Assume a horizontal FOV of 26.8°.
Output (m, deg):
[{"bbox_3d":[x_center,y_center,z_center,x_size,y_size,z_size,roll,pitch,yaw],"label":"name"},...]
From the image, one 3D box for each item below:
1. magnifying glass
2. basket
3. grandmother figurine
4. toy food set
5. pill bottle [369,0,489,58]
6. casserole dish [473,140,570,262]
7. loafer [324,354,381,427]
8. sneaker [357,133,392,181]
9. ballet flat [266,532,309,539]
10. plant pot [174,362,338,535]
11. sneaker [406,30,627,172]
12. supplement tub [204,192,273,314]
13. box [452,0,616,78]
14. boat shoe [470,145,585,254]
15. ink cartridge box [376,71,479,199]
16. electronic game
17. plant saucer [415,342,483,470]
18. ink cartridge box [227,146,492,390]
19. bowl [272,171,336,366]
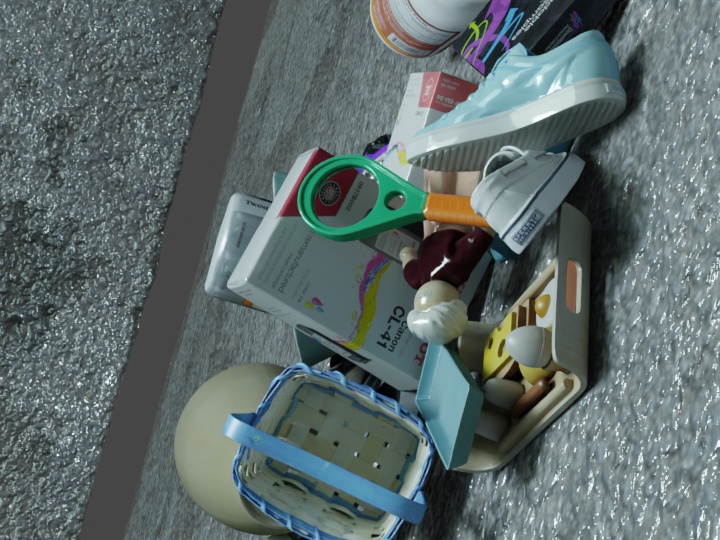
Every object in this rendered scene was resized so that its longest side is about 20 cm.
[{"bbox_3d":[0.039,-0.057,1.299,0.022,0.199,0.080,53,-131,-57],"label":"magnifying glass"},{"bbox_3d":[-0.020,0.164,1.287,0.140,0.176,0.200,-64,-8,-4],"label":"basket"},{"bbox_3d":[0.074,-0.025,1.317,0.121,0.060,0.201,-38,36,50],"label":"grandmother figurine"},{"bbox_3d":[0.122,0.057,1.202,0.200,0.060,0.144,126,156,-52],"label":"toy food set"},{"bbox_3d":[0.089,-0.307,1.643,0.200,0.112,0.113,161,125,-72],"label":"pill bottle"},{"bbox_3d":[0.144,-0.104,1.353,0.121,0.039,0.201,-106,35,-66],"label":"casserole dish"},{"bbox_3d":[-0.006,0.097,1.540,0.072,0.063,0.200,-59,0,17],"label":"loafer"},{"bbox_3d":[0.031,-0.122,1.741,0.200,0.069,0.100,132,154,-59],"label":"sneaker"},{"bbox_3d":[-0.050,0.310,1.607,0.062,0.067,0.200,-46,16,-6],"label":"ballet flat"},{"bbox_3d":[-0.098,0.205,1.595,0.200,0.186,0.188,-155,83,-78],"label":"plant pot"},{"bbox_3d":[0.125,-0.140,1.247,0.199,0.074,0.082,-16,66,28],"label":"sneaker"},{"bbox_3d":[-0.064,-0.003,1.684,0.123,0.199,0.123,-164,90,-83],"label":"supplement tub"},{"bbox_3d":[0.158,-0.228,1.354,0.143,0.036,0.200,-49,20,8],"label":"box"},{"bbox_3d":[0.130,-0.070,1.193,0.074,0.065,0.200,-53,-3,15],"label":"boat shoe"},{"bbox_3d":[0.066,-0.103,1.585,0.116,0.067,0.201,-157,83,-75],"label":"ink cartridge box"},{"bbox_3d":[0.020,0.186,1.480,0.201,0.041,0.200,-62,10,20],"label":"electronic game"},{"bbox_3d":[0.073,0.105,1.253,0.200,0.019,0.070,-113,36,-79],"label":"plant saucer"},{"bbox_3d":[0.000,0.000,1.398,0.148,0.199,0.086,-62,11,-12],"label":"ink cartridge box"},{"bbox_3d":[-0.021,-0.008,1.522,0.201,0.104,0.202,-9,-90,-90],"label":"bowl"}]
